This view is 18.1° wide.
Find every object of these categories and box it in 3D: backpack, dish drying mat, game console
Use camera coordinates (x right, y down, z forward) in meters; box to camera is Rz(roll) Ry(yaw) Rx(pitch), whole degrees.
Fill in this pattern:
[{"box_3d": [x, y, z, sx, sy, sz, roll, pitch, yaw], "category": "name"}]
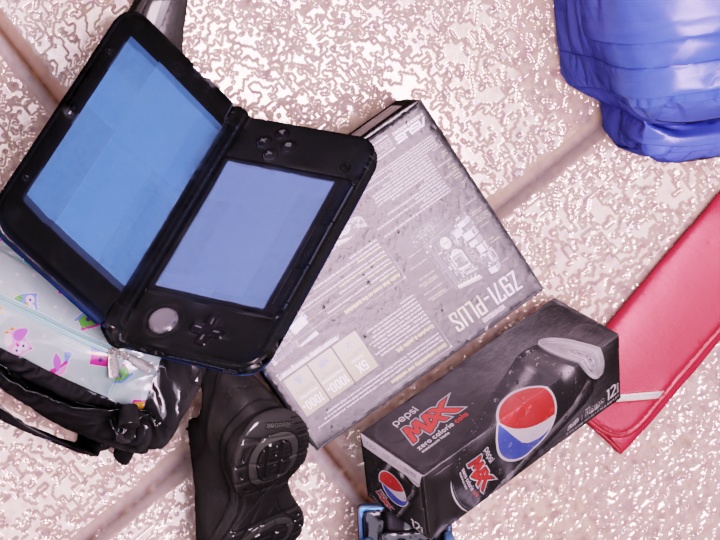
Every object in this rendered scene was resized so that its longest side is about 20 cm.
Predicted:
[{"box_3d": [0.237, -0.162, 1.588, 0.162, 0.200, 0.169, -15, 98, -9], "category": "backpack"}, {"box_3d": [-0.210, 0.042, 1.567, 0.199, 0.167, 0.127, 29, 71, -8], "category": "backpack"}, {"box_3d": [0.235, 0.040, 1.699, 0.077, 0.018, 0.200, 41, 88, -10], "category": "dish drying mat"}, {"box_3d": [-0.110, -0.054, 1.477, 0.170, 0.119, 0.201, 11, 56, 26], "category": "game console"}]

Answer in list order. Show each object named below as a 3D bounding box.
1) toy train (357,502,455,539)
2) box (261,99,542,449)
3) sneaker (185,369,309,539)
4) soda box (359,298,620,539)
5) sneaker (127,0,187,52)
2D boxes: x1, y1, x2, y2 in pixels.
[{"box_3d": [0.035, 0.258, 1.638, 0.086, 0.114, 0.201, -4, 96, -2], "category": "toy train"}, {"box_3d": [0.000, 0.000, 1.613, 0.200, 0.086, 0.164, -36, 98, -5], "category": "box"}, {"box_3d": [-0.087, 0.143, 1.604, 0.076, 0.091, 0.201, -17, 141, -30], "category": "sneaker"}, {"box_3d": [0.095, 0.103, 1.609, 0.200, 0.071, 0.064, -34, 135, -29], "category": "soda box"}, {"box_3d": [-0.132, -0.104, 1.603, 0.115, 0.075, 0.201, 19, 102, -16], "category": "sneaker"}]
